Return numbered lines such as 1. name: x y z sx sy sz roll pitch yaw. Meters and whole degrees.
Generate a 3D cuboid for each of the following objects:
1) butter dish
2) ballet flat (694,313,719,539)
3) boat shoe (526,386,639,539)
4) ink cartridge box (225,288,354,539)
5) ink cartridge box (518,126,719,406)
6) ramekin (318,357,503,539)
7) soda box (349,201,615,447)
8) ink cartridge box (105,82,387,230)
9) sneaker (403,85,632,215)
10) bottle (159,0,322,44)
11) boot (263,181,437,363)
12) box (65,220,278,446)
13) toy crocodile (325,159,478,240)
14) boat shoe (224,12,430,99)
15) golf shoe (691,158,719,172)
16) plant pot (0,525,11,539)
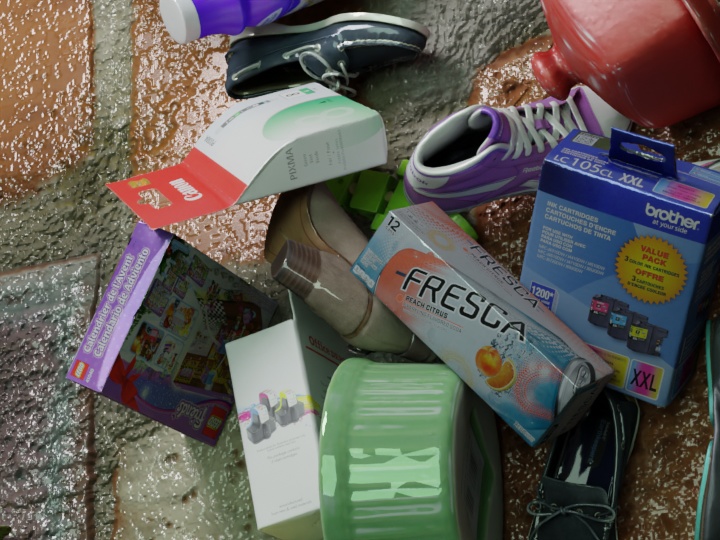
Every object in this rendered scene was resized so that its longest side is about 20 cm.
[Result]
1. butter dish: 0.200 -0.187 1.496 0.148 0.200 0.200 -33 62 12
2. ballet flat: 0.286 0.126 1.426 0.073 0.073 0.201 -2 70 24
3. boat shoe: 0.164 0.178 1.468 0.074 0.062 0.201 11 79 26
4. ink cartridge box: -0.046 0.116 1.555 0.068 0.115 0.201 -20 65 18
5. ink cartridge box: 0.197 -0.017 1.440 0.136 0.076 0.201 19 119 19
6. ramekin: 0.044 0.163 1.456 0.097 0.200 0.201 -5 71 16
7. soda box: 0.089 0.037 1.434 0.200 0.068 0.064 43 118 19
8. ink cartridge box: -0.097 -0.097 1.556 0.199 0.050 0.161 -15 19 -17
9. sneaker: 0.131 -0.105 1.526 0.200 0.114 0.073 -24 74 -8
10. bottle: -0.076 -0.250 1.662 0.200 0.084 0.065 -25 89 -24
11. boot: 0.000 0.000 1.538 0.070 0.146 0.200 -54 16 27
12. box: -0.149 0.055 1.574 0.039 0.200 0.137 20 81 27
13. toy crocodile: 0.012 -0.063 1.627 0.200 0.062 0.068 22 83 34
14. boat shoe: -0.033 -0.183 1.675 0.199 0.075 0.062 -1 71 26
15. golf shoe: 0.232 -0.034 1.515 0.200 0.073 0.092 -19 23 31
16. plant pot: -0.382 0.323 1.616 0.199 0.200 0.191 -12 81 21
